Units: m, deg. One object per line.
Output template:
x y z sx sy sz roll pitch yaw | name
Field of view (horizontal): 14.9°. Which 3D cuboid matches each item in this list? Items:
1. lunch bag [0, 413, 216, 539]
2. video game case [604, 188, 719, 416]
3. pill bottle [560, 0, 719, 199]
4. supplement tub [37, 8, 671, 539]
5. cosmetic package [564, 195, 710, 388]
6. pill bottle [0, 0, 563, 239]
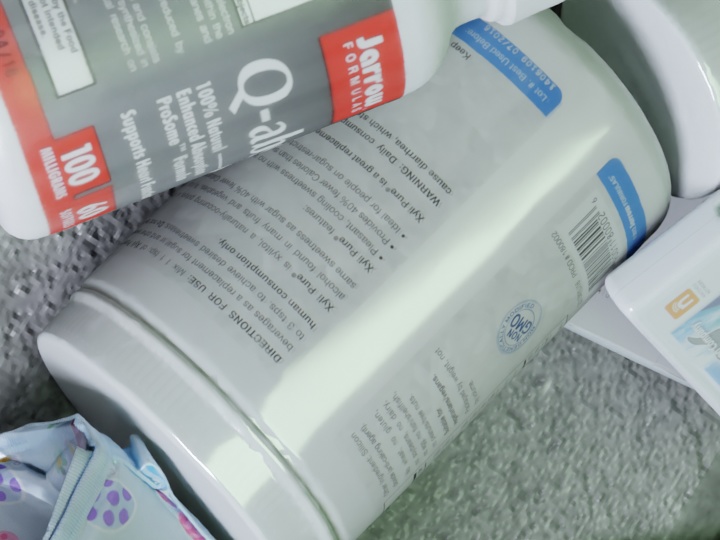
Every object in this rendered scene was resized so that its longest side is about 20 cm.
-0.116 0.164 0.932 0.200 0.127 0.170 -38 125 -4 | lunch bag
0.201 -0.006 1.020 0.182 0.023 0.200 -38 144 8 | video game case
0.178 -0.111 1.004 0.200 0.110 0.110 -30 120 -22 | pill bottle
0.000 0.000 0.968 0.200 0.132 0.132 -44 124 -14 | supplement tub
0.157 -0.052 1.107 0.151 0.052 0.200 25 90 -39 | cosmetic package
-0.040 -0.096 0.887 0.200 0.116 0.116 -22 118 -7 | pill bottle
